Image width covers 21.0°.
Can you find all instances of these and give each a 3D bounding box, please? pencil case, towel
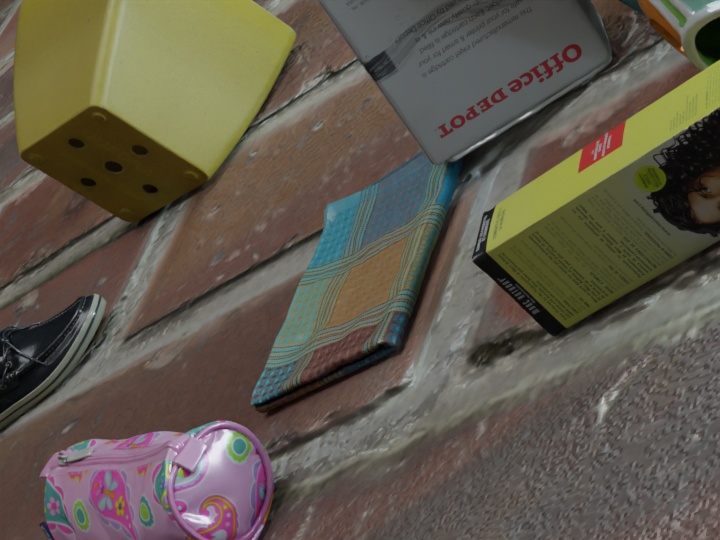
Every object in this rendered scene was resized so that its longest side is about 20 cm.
[{"bbox_3d":[-0.138,0.146,1.272,0.200,0.087,0.088,-12,42,55],"label":"pencil case"},{"bbox_3d":[0.000,0.000,1.340,0.146,0.022,0.200,-28,29,41],"label":"towel"}]

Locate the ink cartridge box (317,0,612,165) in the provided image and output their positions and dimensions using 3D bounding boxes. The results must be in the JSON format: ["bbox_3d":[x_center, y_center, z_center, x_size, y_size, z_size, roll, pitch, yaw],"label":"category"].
[{"bbox_3d":[0.056,-0.194,1.298,0.145,0.200,0.083,-31,23,14],"label":"ink cartridge box"}]

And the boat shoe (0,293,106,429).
[{"bbox_3d":[-0.304,0.082,1.718,0.200,0.062,0.075,-37,22,22],"label":"boat shoe"}]

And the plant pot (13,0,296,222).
[{"bbox_3d":[-0.209,-0.165,1.798,0.200,0.200,0.177,-25,43,44],"label":"plant pot"}]

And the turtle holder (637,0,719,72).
[{"bbox_3d":[0.238,-0.179,1.078,0.185,0.141,0.132,1,57,10],"label":"turtle holder"}]

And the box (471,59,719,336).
[{"bbox_3d":[0.158,-0.043,1.048,0.200,0.075,0.050,-34,26,34],"label":"box"}]

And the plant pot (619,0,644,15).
[{"bbox_3d":[0.155,-0.274,1.195,0.141,0.199,0.142,-39,38,48],"label":"plant pot"}]
